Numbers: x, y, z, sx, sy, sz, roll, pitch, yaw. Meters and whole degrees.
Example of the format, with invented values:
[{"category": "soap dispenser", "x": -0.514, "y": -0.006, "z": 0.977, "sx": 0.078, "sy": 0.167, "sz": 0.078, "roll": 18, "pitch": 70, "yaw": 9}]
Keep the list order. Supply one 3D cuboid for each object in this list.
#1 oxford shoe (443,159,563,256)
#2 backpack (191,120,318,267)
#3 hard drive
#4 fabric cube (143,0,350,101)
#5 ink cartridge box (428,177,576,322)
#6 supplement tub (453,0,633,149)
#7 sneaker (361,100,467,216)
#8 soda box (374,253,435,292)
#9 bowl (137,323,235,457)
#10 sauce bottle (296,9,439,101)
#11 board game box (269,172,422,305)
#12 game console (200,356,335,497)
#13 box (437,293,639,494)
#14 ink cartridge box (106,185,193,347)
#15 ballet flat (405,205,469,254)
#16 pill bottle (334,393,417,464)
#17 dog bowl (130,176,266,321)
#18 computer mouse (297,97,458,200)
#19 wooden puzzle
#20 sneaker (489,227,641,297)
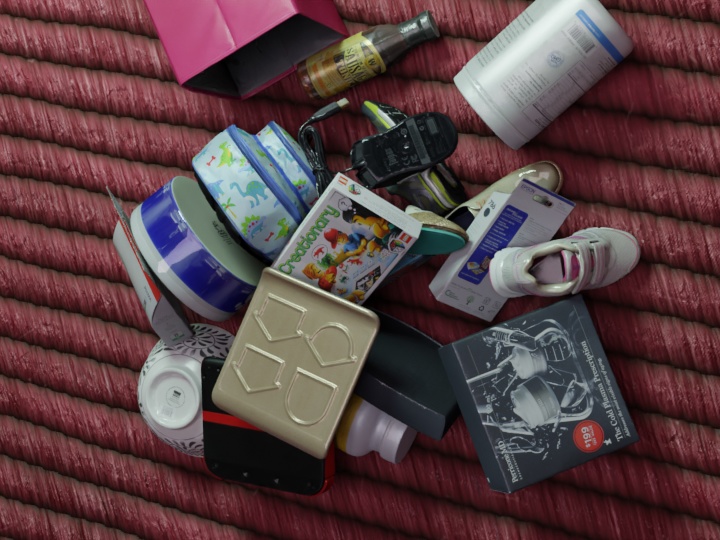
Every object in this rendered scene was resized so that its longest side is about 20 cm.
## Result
[{"category": "oxford shoe", "x": 0.178, "y": -0.078, "z": 1.547, "sx": 0.200, "sy": 0.074, "sz": 0.071, "roll": -36, "pitch": 79, "yaw": 16}, {"category": "backpack", "x": -0.131, "y": -0.113, "z": 1.588, "sx": 0.147, "sy": 0.200, "sz": 0.183, "roll": -39, "pitch": 78, "yaw": 5}, {"category": "hard drive", "x": 0.053, "y": 0.130, "z": 1.568, "sx": 0.200, "sy": 0.135, "sz": 0.042, "roll": 31, "pitch": 135, "yaw": 14}, {"category": "fabric cube", "x": -0.166, "y": -0.372, "z": 1.596, "sx": 0.200, "sy": 0.196, "sz": 0.200, "roll": -27, "pitch": 83, "yaw": 19}, {"category": "ink cartridge box", "x": 0.184, "y": -0.032, "z": 1.527, "sx": 0.200, "sy": 0.099, "sz": 0.039, "roll": -55, "pitch": 33, "yaw": 19}, {"category": "supplement tub", "x": 0.233, "y": -0.266, "z": 1.493, "sx": 0.200, "sy": 0.132, "sz": 0.132, "roll": -40, "pitch": 79, "yaw": 17}, {"category": "sneaker", "x": 0.055, "y": -0.148, "z": 1.591, "sx": 0.081, "sy": 0.074, "sz": 0.200, "roll": -42, "pitch": 72, "yaw": 24}, {"category": "soda box", "x": 0.000, "y": 0.000, "z": 1.619, "sx": 0.200, "sy": 0.064, "sz": 0.068, "roll": -31, "pitch": 80, "yaw": 19}, {"category": "bowl", "x": -0.252, "y": 0.179, "z": 1.697, "sx": 0.200, "sy": 0.094, "sz": 0.201, "roll": 0, "pitch": 91, "yaw": 20}, {"category": "sauce bottle", "x": 0.010, "y": -0.298, "z": 1.605, "sx": 0.200, "sy": 0.066, "sz": 0.066, "roll": -24, "pitch": 84, "yaw": 20}, {"category": "board game box", "x": -0.024, "y": -0.024, "z": 1.512, "sx": 0.126, "sy": 0.035, "sz": 0.200, "roll": 31, "pitch": 132, "yaw": -9}, {"category": "game console", "x": -0.127, "y": 0.211, "z": 1.588, "sx": 0.200, "sy": 0.031, "sz": 0.177, "roll": 6, "pitch": 103, "yaw": 24}, {"category": "box", "x": 0.223, "y": 0.157, "z": 1.487, "sx": 0.182, "sy": 0.104, "sz": 0.200, "roll": -21, "pitch": 84, "yaw": -8}, {"category": "ink cartridge box", "x": -0.311, "y": -0.002, "z": 1.638, "sx": 0.050, "sy": 0.200, "sz": 0.161, "roll": -29, "pitch": 60, "yaw": -2}, {"category": "ballet flat", "x": 0.046, "y": -0.055, "z": 1.534, "sx": 0.200, "sy": 0.071, "sz": 0.065, "roll": -4, "pitch": 53, "yaw": 19}, {"category": "pill bottle", "x": -0.022, "y": 0.186, "z": 1.606, "sx": 0.200, "sy": 0.112, "sz": 0.112, "roll": 24, "pitch": 99, "yaw": 18}, {"category": "dog bowl", "x": -0.221, "y": -0.031, "z": 1.623, "sx": 0.079, "sy": 0.200, "sz": 0.200, "roll": -38, "pitch": 79, "yaw": 13}, {"category": "computer mouse", "x": 0.019, "y": -0.169, "z": 1.530, "sx": 0.200, "sy": 0.046, "sz": 0.141, "roll": -27, "pitch": 77, "yaw": 2}, {"category": "wooden puzzle", "x": -0.081, "y": 0.118, "z": 1.517, "sx": 0.185, "sy": 0.046, "sz": 0.200, "roll": 23, "pitch": 93, "yaw": 26}, {"category": "sneaker", "x": 0.269, "y": -0.005, "z": 1.482, "sx": 0.200, "sy": 0.088, "sz": 0.082, "roll": -14, "pitch": 96, "yaw": -12}]
